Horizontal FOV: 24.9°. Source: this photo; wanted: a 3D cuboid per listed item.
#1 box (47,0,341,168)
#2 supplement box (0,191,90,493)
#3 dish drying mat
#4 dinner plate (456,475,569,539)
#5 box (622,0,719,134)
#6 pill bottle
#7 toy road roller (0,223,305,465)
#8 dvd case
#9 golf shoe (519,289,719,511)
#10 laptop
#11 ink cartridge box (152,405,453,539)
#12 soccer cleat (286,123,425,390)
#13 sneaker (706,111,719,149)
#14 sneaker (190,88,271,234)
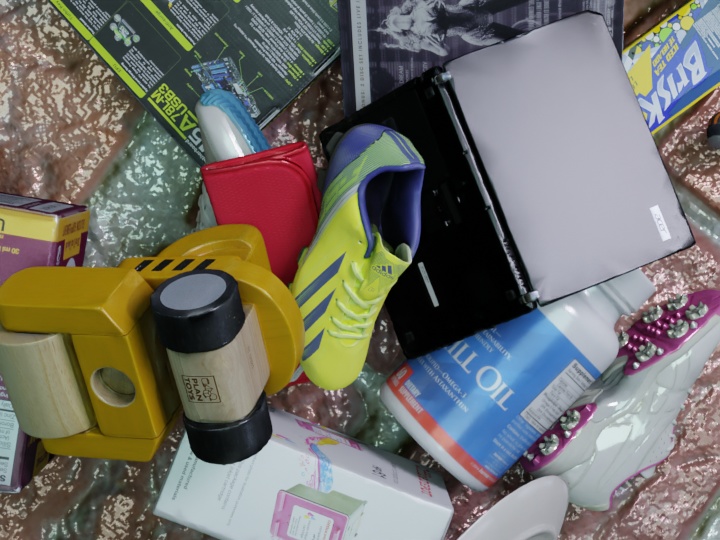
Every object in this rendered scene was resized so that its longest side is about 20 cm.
[{"bbox_3d":[-0.107,-0.205,1.189,0.193,0.048,0.200,-42,94,19],"label":"box"},{"bbox_3d":[-0.269,0.046,1.186,0.103,0.131,0.201,10,96,-1],"label":"supplement box"},{"bbox_3d":[-0.051,0.001,1.161,0.077,0.018,0.200,-13,128,2],"label":"dish drying mat"},{"bbox_3d":[0.089,0.233,1.180,0.024,0.200,0.200,39,94,25],"label":"dinner plate"},{"bbox_3d":[0.207,-0.135,1.206,0.200,0.070,0.064,-36,92,3],"label":"box"},{"bbox_3d":[0.118,0.057,1.202,0.112,0.112,0.200,43,93,-4],"label":"pill bottle"},{"bbox_3d":[-0.134,0.041,1.099,0.199,0.146,0.123,0,122,19],"label":"toy road roller"},{"bbox_3d":[0.084,-0.175,1.138,0.199,0.016,0.149,0,120,6],"label":"dvd case"},{"bbox_3d":[0.214,0.099,1.235,0.200,0.075,0.092,-42,109,5],"label":"golf shoe"},{"bbox_3d":[0.097,-0.057,1.137,0.200,0.103,0.178,-26,84,44],"label":"laptop"},{"bbox_3d":[-0.038,0.163,1.192,0.199,0.145,0.085,23,93,-3],"label":"ink cartridge box"},{"bbox_3d":[-0.001,0.000,1.112,0.065,0.084,0.201,-7,118,-37],"label":"soccer cleat"},{"bbox_3d":[0.342,-0.157,1.212,0.199,0.078,0.112,-14,91,-10],"label":"sneaker"},{"bbox_3d":[-0.089,-0.035,1.183,0.080,0.077,0.201,-15,118,4],"label":"sneaker"}]
